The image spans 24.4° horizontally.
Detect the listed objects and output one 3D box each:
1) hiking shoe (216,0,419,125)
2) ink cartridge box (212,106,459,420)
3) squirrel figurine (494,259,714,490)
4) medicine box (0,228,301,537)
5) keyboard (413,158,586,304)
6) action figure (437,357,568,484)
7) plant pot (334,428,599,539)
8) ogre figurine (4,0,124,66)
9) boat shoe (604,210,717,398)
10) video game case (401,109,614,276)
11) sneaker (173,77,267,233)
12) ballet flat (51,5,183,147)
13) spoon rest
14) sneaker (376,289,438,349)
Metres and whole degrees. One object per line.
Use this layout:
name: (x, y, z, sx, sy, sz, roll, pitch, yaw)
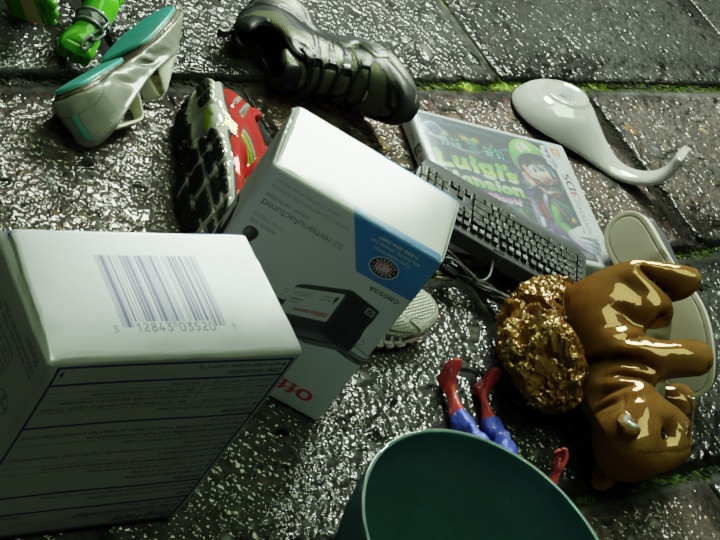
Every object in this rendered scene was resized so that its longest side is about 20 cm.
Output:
hiking shoe: (-0.041, -0.187, 1.591, 0.200, 0.076, 0.101, 31, 43, 8)
ink cartridge box: (-0.041, -0.001, 1.259, 0.145, 0.200, 0.084, 29, 38, -10)
squirrel figurine: (0.204, 0.094, 1.440, 0.200, 0.142, 0.187, 13, 51, -9)
medicine box: (-0.172, 0.075, 1.064, 0.182, 0.200, 0.103, 0, 51, -40)
keyboard: (0.127, -0.019, 1.542, 0.200, 0.021, 0.127, 28, 48, -18)
action figure: (0.122, 0.143, 1.325, 0.065, 0.099, 0.200, 13, 44, -27)
plant pot: (0.057, 0.229, 1.136, 0.200, 0.135, 0.200, 22, 38, -18)
ogre figurine: (-0.282, -0.281, 1.473, 0.200, 0.098, 0.120, 31, 51, 19)
boat shoe: (0.301, 0.034, 1.611, 0.063, 0.073, 0.200, 20, 44, -55)
video game case: (0.148, -0.075, 1.650, 0.200, 0.023, 0.182, 10, 43, -31)
sneaker: (-0.105, -0.087, 1.414, 0.085, 0.077, 0.200, 24, 38, -27)
ballet flat: (-0.201, -0.165, 1.442, 0.064, 0.067, 0.200, 62, 32, -19)
spoon rest: (0.254, -0.148, 1.803, 0.200, 0.061, 0.099, 29, 33, 12)
sneaker: (0.000, 0.000, 1.372, 0.200, 0.082, 0.078, 32, 32, -40)
